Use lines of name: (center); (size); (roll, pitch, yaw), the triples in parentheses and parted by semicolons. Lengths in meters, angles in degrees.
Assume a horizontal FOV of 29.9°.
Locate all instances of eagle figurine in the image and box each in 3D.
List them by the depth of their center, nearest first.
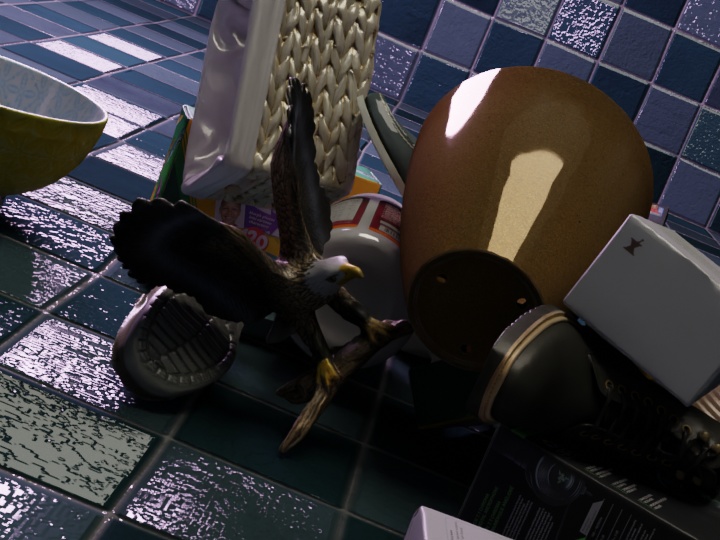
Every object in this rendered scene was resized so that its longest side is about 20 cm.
eagle figurine: (-0.052, -0.010, 0.893); (0.200, 0.151, 0.152); (53, 30, -18)

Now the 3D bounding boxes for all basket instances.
basket: (-0.068, -0.157, 1.186); (0.123, 0.201, 0.135); (13, -13, -22)

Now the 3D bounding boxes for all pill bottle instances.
pill bottle: (0.000, 0.000, 1.095); (0.109, 0.110, 0.200); (22, 15, 0)

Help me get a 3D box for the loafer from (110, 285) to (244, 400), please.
loafer: (-0.127, 0.043, 0.960); (0.075, 0.070, 0.200); (52, 23, -7)

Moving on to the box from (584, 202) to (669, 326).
box: (0.228, 0.042, 1.206); (0.038, 0.137, 0.200); (17, 35, 13)

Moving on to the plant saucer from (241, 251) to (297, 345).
plant saucer: (-0.098, 0.017, 1.163); (0.200, 0.027, 0.200); (22, 13, -5)

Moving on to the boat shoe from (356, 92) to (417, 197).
boat shoe: (0.066, -0.070, 1.121); (0.200, 0.062, 0.073); (59, 6, 7)

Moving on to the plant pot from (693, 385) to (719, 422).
plant pot: (0.316, 0.140, 1.128); (0.200, 0.093, 0.201); (28, 23, -13)

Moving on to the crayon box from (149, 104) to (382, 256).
crayon box: (-0.094, -0.067, 1.291); (0.199, 0.119, 0.058); (18, 14, -19)

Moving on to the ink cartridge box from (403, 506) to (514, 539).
ink cartridge box: (0.110, 0.206, 0.661); (0.199, 0.077, 0.136); (20, 14, -5)

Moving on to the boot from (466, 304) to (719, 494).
boot: (0.160, 0.087, 0.816); (0.138, 0.078, 0.200); (34, 17, 27)

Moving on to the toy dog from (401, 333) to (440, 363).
toy dog: (0.121, -0.001, 1.207); (0.194, 0.201, 0.139); (31, 16, 31)

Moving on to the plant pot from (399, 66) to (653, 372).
plant pot: (0.103, -0.020, 0.948); (0.186, 0.187, 0.200); (23, 34, 4)

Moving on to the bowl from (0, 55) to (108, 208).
bowl: (-0.322, -0.113, 1.129); (0.200, 0.108, 0.200); (21, 13, -5)

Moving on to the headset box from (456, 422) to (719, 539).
headset box: (0.176, 0.169, 0.876); (0.200, 0.093, 0.174); (29, 14, 27)

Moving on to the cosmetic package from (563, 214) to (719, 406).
cosmetic package: (0.210, 0.026, 0.888); (0.101, 0.071, 0.200); (42, 12, 16)

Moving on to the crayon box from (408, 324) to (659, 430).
crayon box: (0.154, 0.078, 1.027); (0.199, 0.052, 0.126); (-16, -12, 32)
